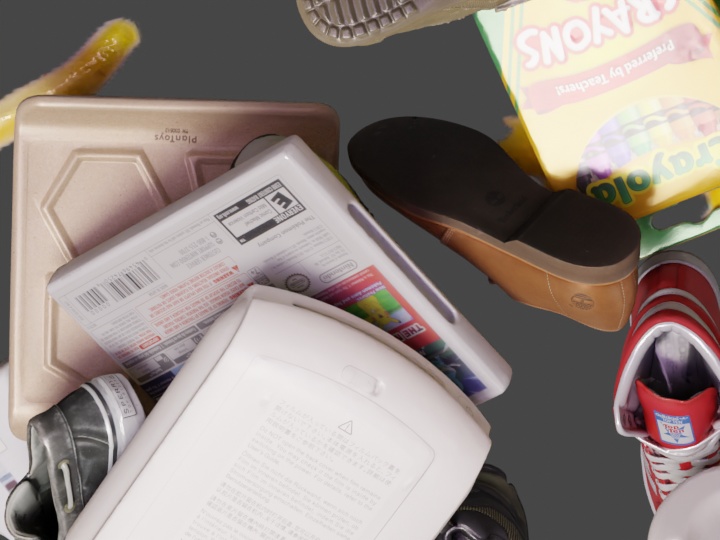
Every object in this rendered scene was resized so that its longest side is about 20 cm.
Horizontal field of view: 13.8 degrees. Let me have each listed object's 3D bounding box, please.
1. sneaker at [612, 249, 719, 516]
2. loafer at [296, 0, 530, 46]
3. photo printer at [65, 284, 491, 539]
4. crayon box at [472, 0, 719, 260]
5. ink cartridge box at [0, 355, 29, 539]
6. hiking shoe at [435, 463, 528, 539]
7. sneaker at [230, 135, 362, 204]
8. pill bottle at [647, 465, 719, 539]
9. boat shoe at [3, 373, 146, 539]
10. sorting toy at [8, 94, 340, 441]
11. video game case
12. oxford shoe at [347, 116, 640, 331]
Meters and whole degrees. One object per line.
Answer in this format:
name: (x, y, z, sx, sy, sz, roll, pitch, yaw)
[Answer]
sneaker: (0.183, 0.100, 1.643, 0.071, 0.113, 0.201, -10, 107, 11)
loafer: (0.061, -0.172, 1.561, 0.199, 0.067, 0.077, -16, 93, 2)
photo printer: (-0.039, 0.112, 1.574, 0.166, 0.070, 0.200, 30, 113, -12)
crayon box: (0.149, -0.103, 1.620, 0.126, 0.051, 0.201, -22, 102, 17)
ink cartridge box: (-0.140, 0.126, 1.756, 0.162, 0.050, 0.201, -33, 95, 20)
hiking shoe: (0.090, 0.214, 1.706, 0.075, 0.101, 0.201, -29, 99, 19)
sneaker: (0.000, 0.000, 1.632, 0.076, 0.076, 0.200, 9, 146, 48)
pill bottle: (0.213, 0.208, 1.640, 0.110, 0.112, 0.201, 5, 138, 10)
boat shoe: (-0.168, 0.131, 1.666, 0.071, 0.072, 0.201, -15, 142, -22)
sorting toy: (-0.106, 0.000, 1.685, 0.184, 0.036, 0.202, 1, 101, -7)
video game case: (-0.046, 0.031, 1.606, 0.199, 0.023, 0.182, -27, 115, 38)
oxford shoe: (0.069, -0.022, 1.629, 0.200, 0.071, 0.072, 32, 146, 35)
